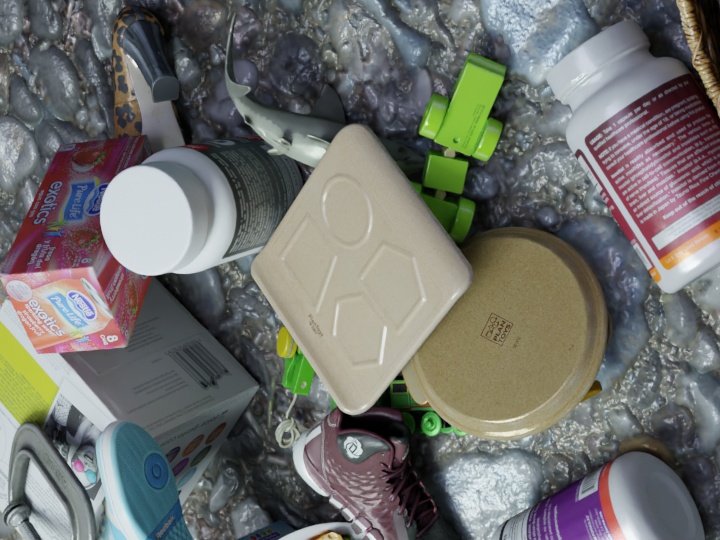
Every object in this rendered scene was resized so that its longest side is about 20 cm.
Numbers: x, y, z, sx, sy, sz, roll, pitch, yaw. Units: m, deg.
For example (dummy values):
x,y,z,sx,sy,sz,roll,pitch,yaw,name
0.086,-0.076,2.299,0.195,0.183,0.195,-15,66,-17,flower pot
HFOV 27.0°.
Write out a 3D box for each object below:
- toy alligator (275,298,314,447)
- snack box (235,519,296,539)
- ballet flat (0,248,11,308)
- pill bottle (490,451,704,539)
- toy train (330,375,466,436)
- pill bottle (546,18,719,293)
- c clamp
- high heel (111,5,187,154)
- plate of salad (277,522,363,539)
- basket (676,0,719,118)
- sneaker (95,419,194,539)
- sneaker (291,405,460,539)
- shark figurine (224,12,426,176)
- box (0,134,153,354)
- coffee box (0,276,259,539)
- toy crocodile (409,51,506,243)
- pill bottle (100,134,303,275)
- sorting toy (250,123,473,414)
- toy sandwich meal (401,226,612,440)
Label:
x,y,z,sx,sy,sz,roll,pitch,yaw,name
-0.053,0.072,1.445,0.054,0.059,0.201,-122,46,-58,toy alligator
-0.132,0.367,1.485,0.067,0.168,0.201,27,113,30,snack box
-0.318,-0.013,1.518,0.068,0.201,0.067,38,147,-29,ballet flat
0.189,0.245,1.291,0.200,0.112,0.113,-37,80,33,pill bottle
0.056,0.125,1.395,0.199,0.042,0.057,-5,87,33,toy train
0.236,-0.093,1.189,0.113,0.113,0.201,-36,81,32,pill bottle
-0.286,0.244,1.371,0.200,0.027,0.172,48,131,40,c clamp
-0.224,-0.160,1.515,0.201,0.071,0.143,108,147,-40,high heel
-0.036,0.330,1.416,0.048,0.199,0.201,-134,52,-59,plate of salad
0.309,-0.166,1.106,0.142,0.149,0.201,-26,87,33,basket
-0.224,0.233,1.355,0.130,0.079,0.201,-10,105,31,sneaker
0.035,0.198,1.372,0.200,0.076,0.116,39,132,1,sneaker
-0.052,-0.144,1.368,0.128,0.214,0.090,-26,42,56,shark figurine
-0.250,-0.027,1.400,0.095,0.201,0.100,-4,130,14,box
-0.263,0.140,1.502,0.200,0.199,0.198,43,120,16,coffee box
0.076,-0.093,1.320,0.067,0.062,0.201,17,104,-5,toy crocodile
-0.143,-0.060,1.377,0.113,0.200,0.115,5,101,25,pill bottle
0.000,0.000,1.329,0.186,0.036,0.200,55,130,20,sorting toy
0.127,0.060,1.308,0.204,0.070,0.207,-7,74,27,toy sandwich meal
